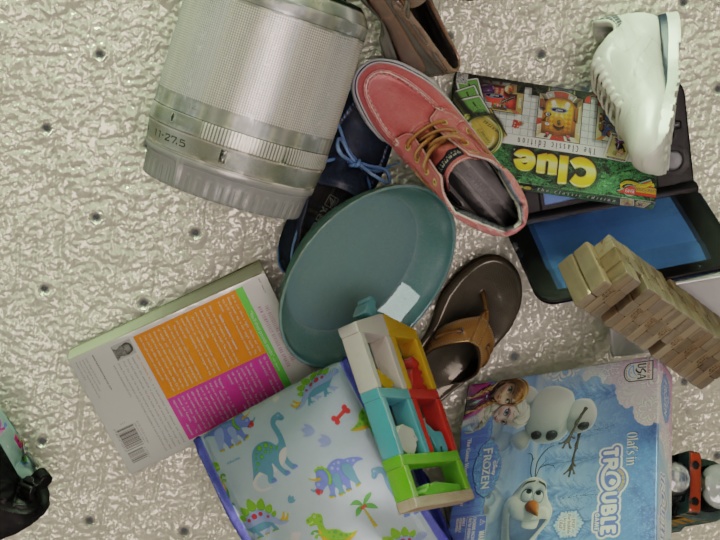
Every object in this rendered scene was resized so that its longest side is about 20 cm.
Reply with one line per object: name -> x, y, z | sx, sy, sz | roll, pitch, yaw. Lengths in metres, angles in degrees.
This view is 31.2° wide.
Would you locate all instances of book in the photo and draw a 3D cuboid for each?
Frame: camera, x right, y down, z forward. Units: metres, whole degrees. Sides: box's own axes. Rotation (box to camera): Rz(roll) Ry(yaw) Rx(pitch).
book -> -0.157, 0.094, 1.222 | 0.200, 0.048, 0.134 | -25, 108, -3

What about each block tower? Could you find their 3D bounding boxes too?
block tower -> 0.268, 0.040, 1.162 | 0.200, 0.058, 0.054 | 30, 120, -34

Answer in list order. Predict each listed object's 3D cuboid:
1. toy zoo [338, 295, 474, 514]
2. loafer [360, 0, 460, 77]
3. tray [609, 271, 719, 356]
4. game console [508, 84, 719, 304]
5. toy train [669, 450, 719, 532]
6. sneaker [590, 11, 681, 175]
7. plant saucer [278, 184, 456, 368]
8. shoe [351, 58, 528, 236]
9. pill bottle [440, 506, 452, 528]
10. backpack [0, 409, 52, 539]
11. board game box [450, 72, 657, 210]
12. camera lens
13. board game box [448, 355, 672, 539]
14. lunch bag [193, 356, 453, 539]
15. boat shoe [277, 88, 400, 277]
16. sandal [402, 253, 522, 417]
toy zoo -> 0.038, 0.116, 1.157 | 0.020, 0.131, 0.200 | -25, 73, 22
loafer -> 0.042, -0.240, 1.120 | 0.063, 0.200, 0.072 | 9, 64, 21
tray -> 0.334, 0.031, 1.224 | 0.200, 0.022, 0.107 | -10, 142, 6
game console -> 0.237, -0.079, 1.213 | 0.200, 0.118, 0.171 | -11, 104, -8
toy train -> 0.284, 0.216, 1.252 | 0.114, 0.200, 0.085 | 9, 70, -13
sneaker -> 0.248, -0.161, 1.173 | 0.080, 0.200, 0.076 | 6, 136, 6
plant saucer -> 0.000, 0.000, 1.192 | 0.200, 0.036, 0.200 | -24, 135, -27
shoe -> 0.072, -0.109, 1.128 | 0.071, 0.091, 0.200 | -44, 96, 5
pill bottle -> 0.097, 0.272, 1.268 | 0.200, 0.111, 0.111 | -6, 103, -8
backpack -> -0.390, 0.158, 1.155 | 0.167, 0.127, 0.200 | -29, 104, -14
board game box -> 0.180, -0.121, 1.203 | 0.200, 0.023, 0.105 | 8, 74, -1
camera lens -> -0.091, -0.161, 1.118 | 0.160, 0.160, 0.200 | 16, 99, -12
board game box -> 0.184, 0.184, 1.184 | 0.199, 0.200, 0.043 | -12, 138, 27
lunch bag -> -0.028, 0.206, 1.190 | 0.170, 0.127, 0.200 | -30, 75, 9
boat shoe -> -0.012, -0.078, 1.196 | 0.084, 0.069, 0.200 | 18, 99, -13
sandal -> 0.089, 0.076, 1.250 | 0.082, 0.055, 0.200 | 41, 92, -21
